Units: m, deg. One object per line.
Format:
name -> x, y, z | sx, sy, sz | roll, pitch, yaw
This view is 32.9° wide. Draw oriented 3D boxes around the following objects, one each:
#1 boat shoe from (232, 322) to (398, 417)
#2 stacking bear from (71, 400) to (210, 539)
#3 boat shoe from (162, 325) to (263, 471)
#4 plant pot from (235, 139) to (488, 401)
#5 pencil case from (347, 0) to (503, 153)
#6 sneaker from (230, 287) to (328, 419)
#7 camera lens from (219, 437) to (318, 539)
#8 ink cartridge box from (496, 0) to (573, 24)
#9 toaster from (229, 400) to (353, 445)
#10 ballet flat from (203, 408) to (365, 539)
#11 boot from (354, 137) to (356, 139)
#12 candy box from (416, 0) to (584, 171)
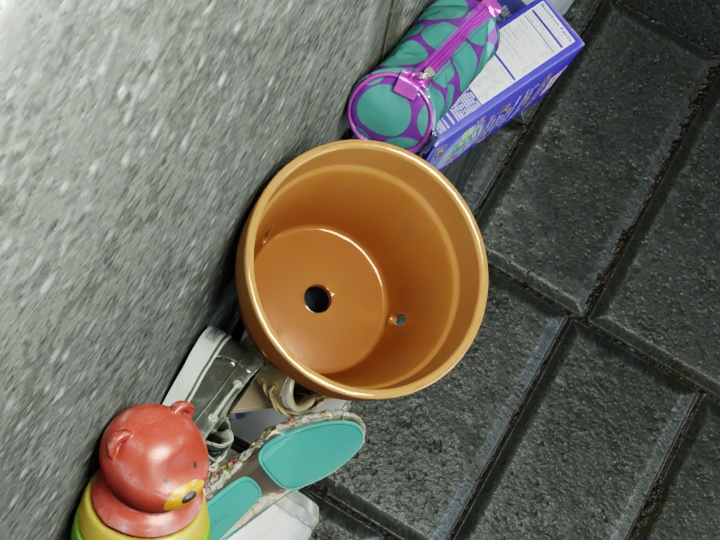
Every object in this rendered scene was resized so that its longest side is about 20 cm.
boat shoe -> -0.058, 0.095, 1.101 | 0.199, 0.074, 0.069 | -21, -140, 23
stacking bear -> -0.160, 0.185, 0.912 | 0.121, 0.114, 0.201 | -18, 136, -35
boat shoe -> -0.144, 0.143, 1.045 | 0.201, 0.063, 0.071 | -62, 174, 28
plant pot -> -0.015, 0.010, 0.983 | 0.201, 0.200, 0.140 | -58, -169, -21
pencil case -> 0.064, -0.185, 1.131 | 0.092, 0.085, 0.200 | -42, -171, 42
sneaker -> -0.049, 0.096, 1.197 | 0.081, 0.146, 0.201 | -72, -176, -51
camera lens -> -0.146, 0.269, 1.187 | 0.201, 0.159, 0.160 | -59, 175, -13
ink cartridge box -> 0.174, -0.285, 1.435 | 0.199, 0.041, 0.200 | -37, 174, -15
toaster -> -0.075, 0.144, 1.410 | 0.201, 0.118, 0.181 | -57, 175, -18
ballet flat -> -0.090, 0.175, 1.089 | 0.199, 0.076, 0.064 | -31, -151, -4
boot -> -0.009, -0.087, 1.137 | 0.145, 0.070, 0.201 | -64, 180, -28
candy box -> 0.124, -0.188, 1.313 | 0.199, 0.077, 0.169 | -34, 174, -13
